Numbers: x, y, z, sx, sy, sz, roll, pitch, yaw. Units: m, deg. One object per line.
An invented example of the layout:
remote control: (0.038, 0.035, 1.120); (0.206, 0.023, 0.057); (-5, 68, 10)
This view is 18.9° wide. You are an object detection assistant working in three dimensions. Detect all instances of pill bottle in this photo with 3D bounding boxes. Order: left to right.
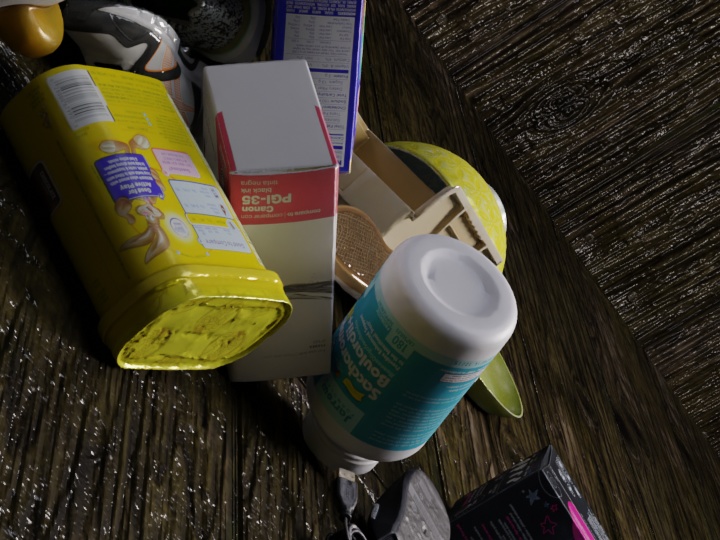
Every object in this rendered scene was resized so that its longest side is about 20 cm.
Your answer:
pill bottle: (0.029, 0.073, 1.678); (0.111, 0.200, 0.111); (20, 40, -18)

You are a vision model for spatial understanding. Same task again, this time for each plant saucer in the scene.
plant saucer: (0.117, 0.086, 2.440); (0.200, 0.031, 0.200); (55, 13, -18)

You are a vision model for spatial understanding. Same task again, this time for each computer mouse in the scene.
computer mouse: (0.012, 0.203, 1.678); (0.141, 0.046, 0.200); (58, 22, -21)

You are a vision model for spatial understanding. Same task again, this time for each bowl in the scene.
bowl: (0.081, -0.040, 2.151); (0.108, 0.200, 0.200); (-20, 75, -40)

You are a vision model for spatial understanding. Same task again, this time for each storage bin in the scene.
storage bin: (0.012, -0.078, 1.972); (0.200, 0.094, 0.199); (46, -4, 26)

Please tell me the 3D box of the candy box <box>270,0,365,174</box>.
candy box: (-0.035, -0.198, 1.783); (0.169, 0.077, 0.201); (-90, -175, -69)

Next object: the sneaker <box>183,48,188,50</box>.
sneaker: (-0.189, -0.261, 1.958); (0.200, 0.075, 0.114); (29, 34, -62)

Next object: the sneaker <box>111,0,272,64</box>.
sneaker: (-0.165, -0.219, 1.769); (0.089, 0.200, 0.077); (22, 80, -48)

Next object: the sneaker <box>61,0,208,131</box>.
sneaker: (-0.176, -0.153, 1.714); (0.074, 0.080, 0.200); (13, -13, 28)

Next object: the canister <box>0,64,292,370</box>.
canister: (-0.149, -0.038, 1.485); (0.148, 0.087, 0.200); (5, 50, -56)

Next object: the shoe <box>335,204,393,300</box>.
shoe: (0.000, 0.000, 1.795); (0.200, 0.053, 0.070); (33, 49, -57)

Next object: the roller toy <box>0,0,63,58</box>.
roller toy: (-0.261, -0.266, 1.522); (0.200, 0.139, 0.183); (48, 25, -48)

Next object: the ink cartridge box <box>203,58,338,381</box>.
ink cartridge box: (-0.070, -0.036, 1.630); (0.147, 0.083, 0.200); (-108, -163, -50)

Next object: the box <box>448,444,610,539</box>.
box: (0.173, 0.279, 1.963); (0.200, 0.115, 0.132); (59, 10, 0)

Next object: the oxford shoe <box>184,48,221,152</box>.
oxford shoe: (-0.111, -0.123, 1.819); (0.075, 0.058, 0.200); (4, 50, -29)

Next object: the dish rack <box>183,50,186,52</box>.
dish rack: (-0.124, -0.107, 1.918); (0.172, 0.043, 0.200); (43, 19, -53)
